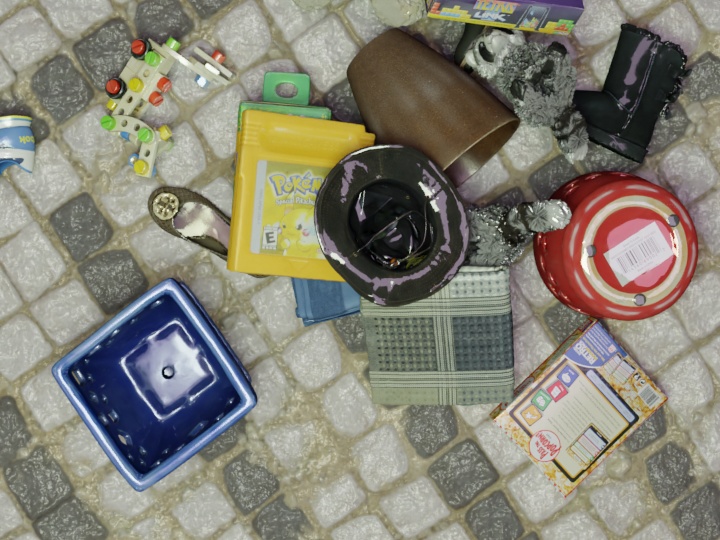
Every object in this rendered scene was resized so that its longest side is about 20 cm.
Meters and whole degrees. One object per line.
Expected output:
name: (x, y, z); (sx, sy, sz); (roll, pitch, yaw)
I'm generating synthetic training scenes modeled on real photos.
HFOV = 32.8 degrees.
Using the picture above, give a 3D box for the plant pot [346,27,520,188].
plant pot: (0.078, -0.213, 1.609); (0.186, 0.187, 0.201); (-38, 81, 1)

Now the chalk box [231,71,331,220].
chalk box: (-0.102, -0.162, 1.620); (0.123, 0.124, 0.203); (3, 94, -3)

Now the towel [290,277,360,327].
towel: (0.000, 0.000, 1.638); (0.198, 0.048, 0.113); (-15, 74, 23)

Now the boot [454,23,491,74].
boot: (0.134, -0.377, 1.646); (0.137, 0.077, 0.202); (25, 79, 1)

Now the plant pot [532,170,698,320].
plant pot: (0.338, -0.034, 1.616); (0.197, 0.183, 0.203); (0, 92, -1)

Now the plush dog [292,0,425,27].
plush dog: (0.005, -0.437, 1.600); (0.197, 0.161, 0.174); (9, 57, -1)

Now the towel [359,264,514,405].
towel: (0.099, 0.084, 1.580); (0.197, 0.035, 0.195); (-1, 113, 10)

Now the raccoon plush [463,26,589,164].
raccoon plush: (0.208, -0.229, 1.586); (0.096, 0.134, 0.201); (-33, 129, -17)

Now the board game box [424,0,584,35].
board game box: (0.173, -0.390, 1.550); (0.197, 0.057, 0.167); (3, 60, -18)

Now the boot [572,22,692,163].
boot: (0.340, -0.253, 1.655); (0.196, 0.073, 0.164); (23, 95, -10)

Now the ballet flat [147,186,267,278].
ballet flat: (-0.201, -0.051, 1.662); (0.199, 0.046, 0.068); (33, 91, -4)

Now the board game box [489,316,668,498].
board game box: (0.301, 0.189, 1.694); (0.200, 0.046, 0.152); (-43, 94, 1)

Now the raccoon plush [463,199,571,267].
raccoon plush: (0.198, -0.050, 1.603); (0.198, 0.134, 0.098); (-5, 103, 27)

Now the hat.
hat: (0.036, -0.058, 1.522); (0.198, 0.081, 0.204); (0, 93, -6)

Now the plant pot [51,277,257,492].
plant pot: (-0.260, 0.138, 1.606); (0.199, 0.180, 0.201); (-36, 95, 1)

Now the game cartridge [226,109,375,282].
game cartridge: (-0.074, -0.092, 1.543); (0.174, 0.032, 0.203); (5, 94, -19)

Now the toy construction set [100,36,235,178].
toy construction set: (-0.266, -0.230, 1.626); (0.131, 0.092, 0.200); (38, 84, 21)

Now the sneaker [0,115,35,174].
sneaker: (-0.528, -0.148, 1.633); (0.197, 0.074, 0.083); (-15, 96, 0)
